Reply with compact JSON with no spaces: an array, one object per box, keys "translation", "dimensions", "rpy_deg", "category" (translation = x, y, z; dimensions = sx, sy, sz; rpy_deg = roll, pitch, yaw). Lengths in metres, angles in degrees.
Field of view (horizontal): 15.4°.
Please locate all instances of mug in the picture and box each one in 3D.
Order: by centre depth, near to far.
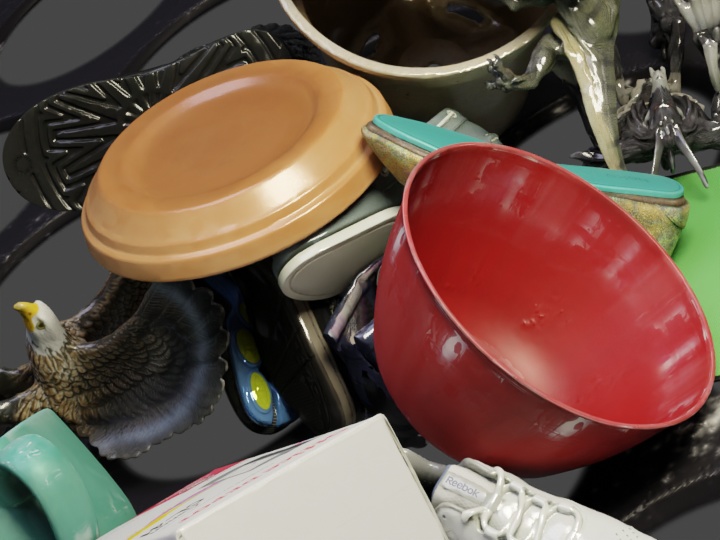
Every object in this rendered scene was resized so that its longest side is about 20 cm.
[{"translation":[-0.204,0.171,1.547],"dimensions":[0.152,0.114,0.185],"rpy_deg":[-40,-2,0],"category":"mug"}]

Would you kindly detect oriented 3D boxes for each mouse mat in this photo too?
[{"translation":[0.199,0.001,1.546],"dimensions":[0.161,0.008,0.200],"rpy_deg":[-13,37,33],"category":"mouse mat"}]

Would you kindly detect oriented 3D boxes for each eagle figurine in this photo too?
[{"translation":[-0.167,0.047,1.680],"dimensions":[0.200,0.152,0.151],"rpy_deg":[-25,-3,5],"category":"eagle figurine"}]

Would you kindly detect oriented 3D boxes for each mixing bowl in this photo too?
[{"translation":[0.082,0.039,1.452],"dimensions":[0.108,0.200,0.200],"rpy_deg":[-52,18,34],"category":"mixing bowl"}]

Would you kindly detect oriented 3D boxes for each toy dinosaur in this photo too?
[{"translation":[0.120,-0.145,1.593],"dimensions":[0.088,0.201,0.047],"rpy_deg":[0,-15,-9],"category":"toy dinosaur"}]

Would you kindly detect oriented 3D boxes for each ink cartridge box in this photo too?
[{"translation":[-0.069,0.156,1.415],"dimensions":[0.147,0.086,0.200],"rpy_deg":[-28,1,-33],"category":"ink cartridge box"}]

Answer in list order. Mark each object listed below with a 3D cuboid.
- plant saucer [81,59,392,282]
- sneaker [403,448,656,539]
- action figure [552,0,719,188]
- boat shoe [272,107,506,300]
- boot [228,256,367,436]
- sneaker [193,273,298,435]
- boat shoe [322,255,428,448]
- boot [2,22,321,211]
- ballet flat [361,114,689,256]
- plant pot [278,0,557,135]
[{"translation":[-0.078,-0.068,1.588],"dimensions":[0.200,0.038,0.200],"rpy_deg":[-17,32,11],"category":"plant saucer"},{"translation":[0.080,0.143,1.380],"dimensions":[0.200,0.087,0.075],"rpy_deg":[6,49,47],"category":"sneaker"},{"translation":[0.176,-0.126,1.655],"dimensions":[0.119,0.102,0.200],"rpy_deg":[-15,30,4],"category":"action figure"},{"translation":[0.010,-0.043,1.597],"dimensions":[0.200,0.062,0.073],"rpy_deg":[-29,-20,-39],"category":"boat shoe"},{"translation":[0.000,0.000,1.650],"dimensions":[0.150,0.073,0.200],"rpy_deg":[-14,63,-27],"category":"boot"},{"translation":[-0.084,0.049,1.710],"dimensions":[0.083,0.071,0.200],"rpy_deg":[-62,34,18],"category":"sneaker"},{"translation":[0.061,0.007,1.587],"dimensions":[0.075,0.093,0.200],"rpy_deg":[4,48,47],"category":"boat shoe"},{"translation":[-0.126,-0.102,1.763],"dimensions":[0.211,0.080,0.158],"rpy_deg":[-19,6,3],"category":"boot"},{"translation":[0.092,-0.038,1.544],"dimensions":[0.071,0.199,0.071],"rpy_deg":[-168,90,-80],"category":"ballet flat"},{"translation":[0.044,-0.170,1.730],"dimensions":[0.200,0.184,0.201],"rpy_deg":[-1,65,3],"category":"plant pot"}]
